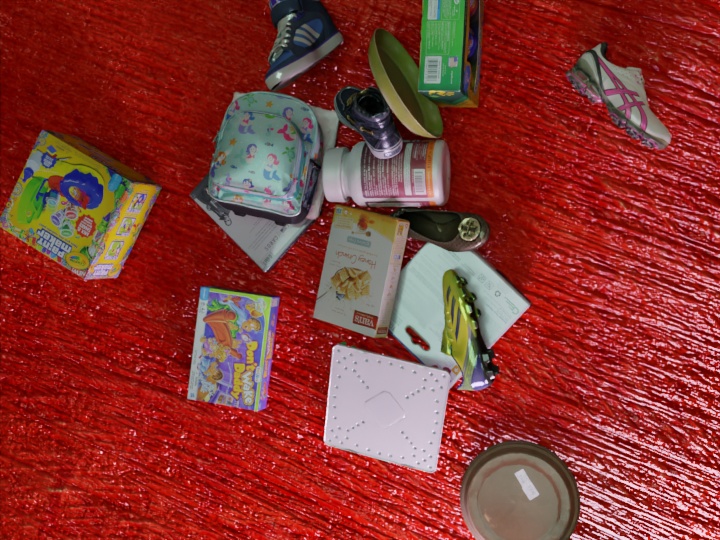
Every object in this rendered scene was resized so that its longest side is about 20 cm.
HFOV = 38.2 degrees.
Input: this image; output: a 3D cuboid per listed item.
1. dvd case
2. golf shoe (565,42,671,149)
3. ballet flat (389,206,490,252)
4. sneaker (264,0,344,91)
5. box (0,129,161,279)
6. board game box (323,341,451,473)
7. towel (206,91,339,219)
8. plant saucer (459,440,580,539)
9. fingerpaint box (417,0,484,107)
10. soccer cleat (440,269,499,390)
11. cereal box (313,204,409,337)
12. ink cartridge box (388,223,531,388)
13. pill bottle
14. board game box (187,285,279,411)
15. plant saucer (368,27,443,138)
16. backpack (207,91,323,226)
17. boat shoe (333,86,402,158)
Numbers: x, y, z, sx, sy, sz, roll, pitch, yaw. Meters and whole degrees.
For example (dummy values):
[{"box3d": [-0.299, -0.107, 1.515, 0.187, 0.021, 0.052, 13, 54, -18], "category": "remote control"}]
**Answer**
[{"box3d": [-0.184, -0.118, 1.824, 0.200, 0.025, 0.150, 45, 100, 9], "category": "dvd case"}, {"box3d": [0.423, -0.276, 1.646, 0.200, 0.073, 0.092, 45, 99, 10], "category": "golf shoe"}, {"box3d": [0.122, -0.074, 1.692, 0.200, 0.046, 0.068, 15, 80, 43], "category": "ballet flat"}, {"box3d": [-0.127, -0.396, 1.724, 0.147, 0.200, 0.081, 52, 139, -7], "category": "sneaker"}, {"box3d": [-0.498, -0.115, 1.853, 0.200, 0.122, 0.193, 29, 98, 12], "category": "box"}, {"box3d": [0.044, 0.226, 1.732, 0.200, 0.026, 0.200, 13, 117, 14], "category": "board game box"}, {"box3d": [-0.147, -0.199, 1.790, 0.200, 0.032, 0.191, 13, 84, 8], "category": "towel"}, {"box3d": [0.261, 0.382, 1.715, 0.200, 0.029, 0.201, 0, 90, 15], "category": "plant saucer"}, {"box3d": [0.149, -0.372, 1.665, 0.073, 0.167, 0.201, 3, 90, 16], "category": "fingerpaint box"}, {"box3d": [0.158, 0.099, 1.680, 0.084, 0.065, 0.201, -19, 87, 21], "category": "soccer cleat"}, {"box3d": [0.000, 0.000, 1.740, 0.144, 0.039, 0.200, 15, 97, 39], "category": "cereal box"}, {"box3d": [0.147, 0.059, 1.734, 0.196, 0.043, 0.200, 44, 103, 9], "category": "ink cartridge box"}, {"box3d": [0.044, -0.160, 1.723, 0.199, 0.110, 0.110, 1, 91, 14], "category": "pill bottle"}, {"box3d": [-0.223, 0.135, 1.825, 0.134, 0.045, 0.201, 7, 92, 14], "category": "board game box"}, {"box3d": [0.068, -0.295, 1.672, 0.031, 0.200, 0.200, -29, 84, 22], "category": "plant saucer"}, {"box3d": [-0.153, -0.193, 1.706, 0.177, 0.151, 0.200, 13, 79, 8], "category": "backpack"}, {"box3d": [0.007, -0.270, 1.697, 0.071, 0.091, 0.200, -27, 44, -10], "category": "boat shoe"}]
